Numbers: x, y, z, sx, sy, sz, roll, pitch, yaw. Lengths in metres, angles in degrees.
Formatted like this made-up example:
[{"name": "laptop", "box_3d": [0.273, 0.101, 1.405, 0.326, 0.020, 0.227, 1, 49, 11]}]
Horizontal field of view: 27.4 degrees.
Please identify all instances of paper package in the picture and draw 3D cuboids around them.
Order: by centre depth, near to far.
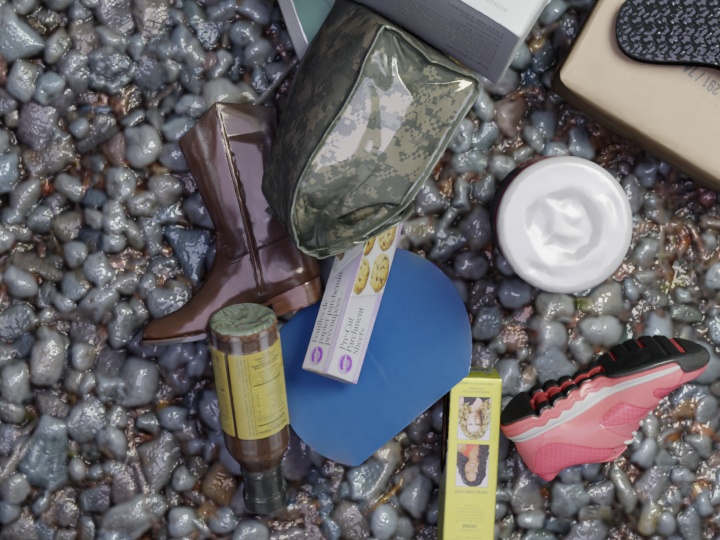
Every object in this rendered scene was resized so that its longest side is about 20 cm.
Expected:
[{"name": "paper package", "box_3d": [0.295, -0.192, 1.295, 0.199, 0.103, 0.192, 30, 94, 1]}]

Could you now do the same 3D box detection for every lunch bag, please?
[{"name": "lunch bag", "box_3d": [-0.007, -0.111, 1.244, 0.117, 0.164, 0.201, 27, 100, -21]}]

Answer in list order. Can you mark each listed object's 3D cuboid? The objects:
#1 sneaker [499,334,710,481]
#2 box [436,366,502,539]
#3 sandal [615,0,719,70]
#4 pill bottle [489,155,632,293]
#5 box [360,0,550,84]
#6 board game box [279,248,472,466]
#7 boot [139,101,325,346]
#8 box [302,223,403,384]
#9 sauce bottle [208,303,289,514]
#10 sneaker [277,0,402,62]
[{"name": "sneaker", "box_3d": [0.230, 0.127, 1.349, 0.199, 0.074, 0.087, -24, 106, 8]}, {"name": "box", "box_3d": [0.098, 0.192, 1.349, 0.050, 0.075, 0.202, 2, 93, -1]}, {"name": "sandal", "box_3d": [0.313, -0.193, 1.226, 0.199, 0.048, 0.076, 15, 95, 14]}, {"name": "pill bottle", "box_3d": [0.166, -0.043, 1.264, 0.110, 0.200, 0.112, 0, 94, 2]}, {"name": "box", "box_3d": [0.084, -0.297, 1.193, 0.199, 0.131, 0.200, 31, 80, 2]}, {"name": "board game box", "box_3d": [0.015, 0.079, 1.351, 0.200, 0.039, 0.158, -41, 61, 11]}, {"name": "boot", "box_3d": [-0.141, -0.044, 1.350, 0.185, 0.064, 0.202, -18, 94, -4]}, {"name": "box", "box_3d": [0.000, 0.000, 1.329, 0.041, 0.039, 0.202, 24, 79, -40]}, {"name": "sauce bottle", "box_3d": [-0.097, 0.128, 1.333, 0.064, 0.065, 0.202, -1, 119, 3]}, {"name": "sneaker", "box_3d": [-0.030, -0.292, 1.318, 0.117, 0.074, 0.202, -20, 103, 11]}]
